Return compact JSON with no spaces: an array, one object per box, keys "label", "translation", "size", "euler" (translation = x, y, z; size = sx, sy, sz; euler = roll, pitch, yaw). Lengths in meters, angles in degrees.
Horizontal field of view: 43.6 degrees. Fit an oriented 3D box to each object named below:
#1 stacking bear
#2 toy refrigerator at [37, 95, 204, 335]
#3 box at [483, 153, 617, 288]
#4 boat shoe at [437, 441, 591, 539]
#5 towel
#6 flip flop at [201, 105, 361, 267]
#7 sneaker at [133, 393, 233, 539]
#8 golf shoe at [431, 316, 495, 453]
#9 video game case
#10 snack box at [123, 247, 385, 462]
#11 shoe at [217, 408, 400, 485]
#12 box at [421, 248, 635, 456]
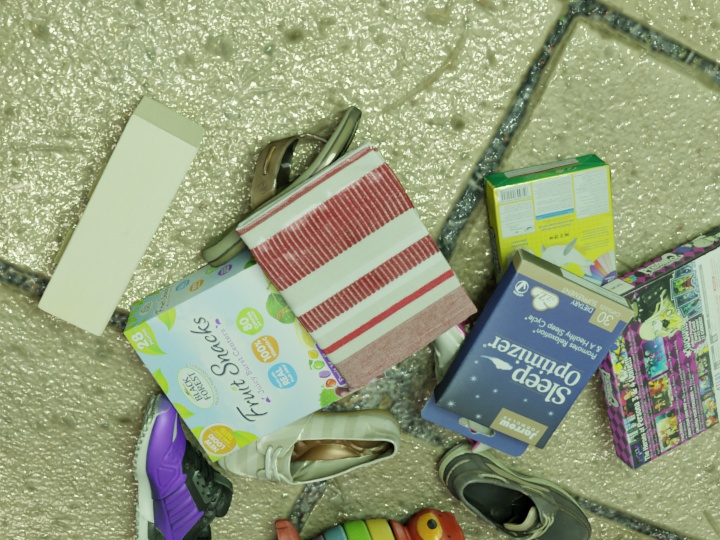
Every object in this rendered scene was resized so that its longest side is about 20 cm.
[{"label":"stacking bear","translation":[0.020,0.316,0.973],"size":[0.198,0.122,0.115],"euler":[-14,128,-8]},{"label":"toy refrigerator","translation":[-0.218,-0.050,0.813],"size":[0.069,0.076,0.201],"euler":[26,108,-15]},{"label":"box","translation":[0.191,-0.004,0.886],"size":[0.116,0.048,0.202],"euler":[-11,111,-2]},{"label":"boat shoe","translation":[0.170,0.263,0.979],"size":[0.198,0.073,0.075],"euler":[28,108,-15]},{"label":"towel","translation":[0.000,0.000,0.808],"size":[0.143,0.023,0.201],"euler":[-32,116,4]},{"label":"flip flop","translation":[-0.078,-0.082,0.820],"size":[0.199,0.081,0.058],"euler":[-39,96,16]},{"label":"sneaker","translation":[-0.180,0.212,0.930],"size":[0.098,0.070,0.202],"euler":[5,121,-6]},{"label":"golf shoe","translation":[0.104,0.108,0.911],"size":[0.091,0.075,0.201],"euler":[-33,110,12]},{"label":"video game case","translation":[0.323,0.078,0.910],"size":[0.180,0.036,0.202],"euler":[-26,116,-13]},{"label":"snack box","translation":[-0.100,0.069,0.878],"size":[0.198,0.068,0.170],"euler":[-27,113,8]},{"label":"shoe","translation":[-0.054,0.183,0.936],"size":[0.197,0.053,0.071],"euler":[-8,113,-2]},{"label":"box","translation":[0.152,0.090,0.846],"size":[0.120,0.033,0.201],"euler":[23,114,-11]}]
